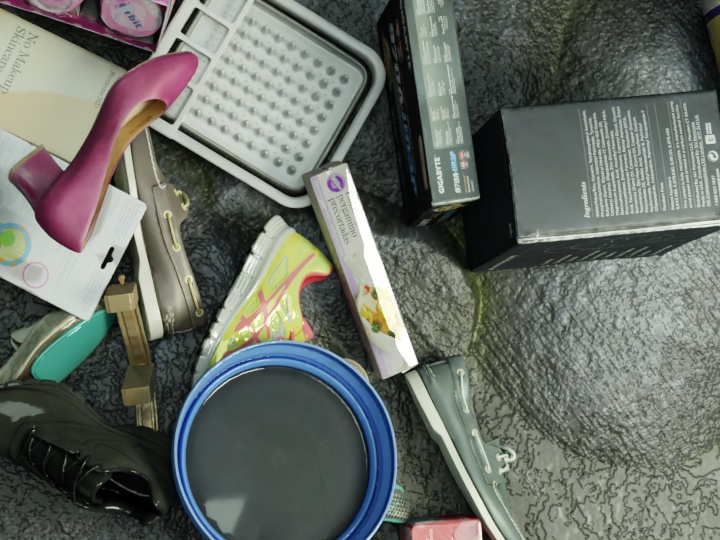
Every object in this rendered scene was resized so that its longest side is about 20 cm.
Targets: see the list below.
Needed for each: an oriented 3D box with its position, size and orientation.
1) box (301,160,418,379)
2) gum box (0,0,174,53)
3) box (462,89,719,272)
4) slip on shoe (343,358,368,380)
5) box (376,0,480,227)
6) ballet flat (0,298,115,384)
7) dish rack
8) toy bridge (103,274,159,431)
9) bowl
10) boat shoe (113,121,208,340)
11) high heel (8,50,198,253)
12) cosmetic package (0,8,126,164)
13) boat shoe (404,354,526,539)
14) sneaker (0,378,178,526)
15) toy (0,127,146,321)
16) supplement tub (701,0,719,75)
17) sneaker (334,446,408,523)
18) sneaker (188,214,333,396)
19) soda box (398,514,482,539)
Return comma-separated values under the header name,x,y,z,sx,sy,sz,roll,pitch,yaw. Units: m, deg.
name,x,y,z,sx,sy,sz,roll,pitch,yaw
box,0.000,0.000,1.450,0.038,0.041,0.201,-22,101,-11
gum box,-0.259,-0.286,1.425,0.198,0.066,0.114,18,52,-6
box,0.204,-0.076,1.428,0.195,0.200,0.125,-7,84,-9
slip on shoe,-0.074,0.150,1.436,0.199,0.061,0.076,-31,89,-10
box,0.059,-0.148,1.435,0.046,0.159,0.202,-7,86,-8
ballet flat,-0.305,0.088,1.410,0.062,0.068,0.200,37,78,22
dish rack,-0.094,-0.168,1.473,0.199,0.044,0.172,31,80,-4
toy bridge,-0.198,0.100,1.413,0.027,0.067,0.202,-6,106,0
bowl,-0.067,0.162,1.369,0.199,0.039,0.202,5,73,-17
boat shoe,-0.183,-0.041,1.435,0.059,0.072,0.202,-10,90,-15
high heel,-0.199,-0.104,1.359,0.200,0.067,0.096,-38,73,-19
cosmetic package,-0.319,-0.173,1.426,0.199,0.071,0.106,24,82,-5
boat shoe,0.111,0.171,1.456,0.061,0.073,0.201,-28,84,-6
sneaker,-0.242,0.156,1.345,0.199,0.091,0.076,19,113,-7
toy,-0.301,-0.053,1.399,0.199,0.047,0.116,27,90,-6
supplement tub,0.415,-0.185,1.497,0.144,0.145,0.202,-14,87,-9
sneaker,-0.040,0.238,1.429,0.199,0.078,0.092,-34,94,-8
sneaker,-0.090,0.054,1.434,0.090,0.078,0.201,28,81,-5
soda box,0.078,0.326,1.441,0.069,0.063,0.202,-3,86,-8
